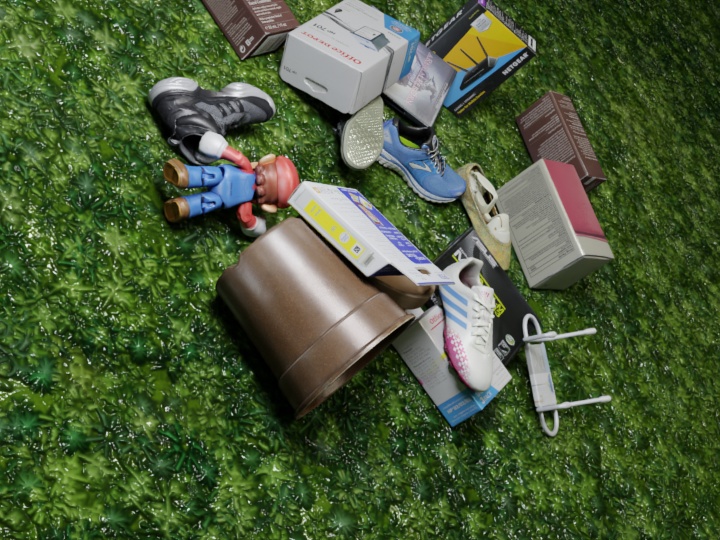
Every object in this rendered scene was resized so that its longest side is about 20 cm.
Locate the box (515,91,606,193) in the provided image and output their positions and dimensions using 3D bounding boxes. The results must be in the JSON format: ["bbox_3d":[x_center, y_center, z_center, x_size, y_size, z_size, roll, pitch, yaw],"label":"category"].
[{"bbox_3d":[0.393,-0.240,2.188,0.075,0.100,0.201,7,57,-43],"label":"box"}]

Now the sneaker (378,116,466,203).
[{"bbox_3d":[0.106,-0.186,1.858,0.200,0.089,0.079,32,43,-26],"label":"sneaker"}]

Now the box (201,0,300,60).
[{"bbox_3d":[-0.193,-0.438,1.751,0.200,0.075,0.100,54,37,4],"label":"box"}]

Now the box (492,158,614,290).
[{"bbox_3d":[0.346,-0.081,2.000,0.109,0.128,0.201,4,60,-46],"label":"box"}]

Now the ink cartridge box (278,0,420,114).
[{"bbox_3d":[-0.016,-0.351,1.806,0.146,0.086,0.200,30,39,14],"label":"ink cartridge box"}]

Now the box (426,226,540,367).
[{"bbox_3d":[0.190,0.050,1.797,0.200,0.047,0.193,54,38,-1],"label":"box"}]

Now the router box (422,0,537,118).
[{"bbox_3d":[0.199,-0.390,2.028,0.149,0.200,0.051,36,39,-20],"label":"router box"}]

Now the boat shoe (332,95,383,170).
[{"bbox_3d":[-0.005,-0.220,1.786,0.074,0.062,0.200,34,37,-22],"label":"boat shoe"}]

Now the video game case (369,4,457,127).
[{"bbox_3d":[0.068,-0.357,1.960,0.200,0.019,0.143,34,61,-16],"label":"video game case"}]

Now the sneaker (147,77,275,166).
[{"bbox_3d":[-0.198,-0.202,1.560,0.199,0.075,0.114,1,61,-40],"label":"sneaker"}]

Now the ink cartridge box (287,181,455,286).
[{"bbox_3d":[0.019,-0.035,1.462,0.200,0.047,0.198,46,13,14],"label":"ink cartridge box"}]

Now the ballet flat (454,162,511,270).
[{"bbox_3d":[0.221,-0.098,1.932,0.071,0.071,0.201,-6,66,-49],"label":"ballet flat"}]

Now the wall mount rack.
[{"bbox_3d":[0.331,0.163,1.809,0.173,0.074,0.201,2,75,-56],"label":"wall mount rack"}]

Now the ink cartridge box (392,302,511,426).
[{"bbox_3d":[0.124,0.115,1.657,0.200,0.068,0.115,54,37,1],"label":"ink cartridge box"}]

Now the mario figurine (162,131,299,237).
[{"bbox_3d":[-0.175,-0.113,1.499,0.199,0.124,0.106,-7,51,-36],"label":"mario figurine"}]

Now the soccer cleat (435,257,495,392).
[{"bbox_3d":[0.162,0.073,1.602,0.070,0.086,0.201,13,53,-41],"label":"soccer cleat"}]

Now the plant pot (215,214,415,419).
[{"bbox_3d":[-0.068,0.050,1.414,0.198,0.200,0.200,49,37,6],"label":"plant pot"}]

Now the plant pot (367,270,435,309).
[{"bbox_3d":[0.000,0.000,1.574,0.200,0.093,0.201,33,24,-16],"label":"plant pot"}]
